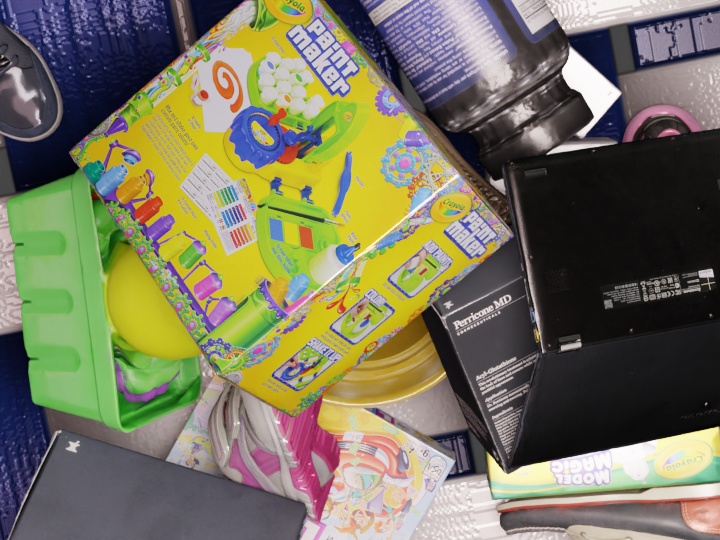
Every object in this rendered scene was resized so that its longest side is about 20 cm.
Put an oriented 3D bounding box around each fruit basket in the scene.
[{"bbox_3d":[-0.155,0.013,1.306,0.215,0.155,0.216,4,100,22],"label":"fruit basket"}]

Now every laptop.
[{"bbox_3d":[0.185,0.020,1.198,0.187,0.116,0.201,-9,85,-16],"label":"laptop"}]

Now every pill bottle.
[{"bbox_3d":[0.076,-0.169,1.224,0.112,0.112,0.200,-32,95,5],"label":"pill bottle"}]

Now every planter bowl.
[{"bbox_3d":[0.000,0.000,1.342,0.200,0.083,0.201,0,96,2],"label":"planter bowl"}]

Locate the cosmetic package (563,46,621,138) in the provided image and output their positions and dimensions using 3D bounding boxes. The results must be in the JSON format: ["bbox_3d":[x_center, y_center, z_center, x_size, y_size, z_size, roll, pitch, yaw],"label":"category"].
[{"bbox_3d":[0.104,-0.183,1.318,0.200,0.083,0.051,41,96,-2],"label":"cosmetic package"}]

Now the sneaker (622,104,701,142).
[{"bbox_3d":[0.238,-0.024,1.325,0.079,0.095,0.201,-9,98,2],"label":"sneaker"}]

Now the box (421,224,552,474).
[{"bbox_3d":[0.154,0.029,1.238,0.200,0.079,0.141,-27,119,-7],"label":"box"}]

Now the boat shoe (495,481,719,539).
[{"bbox_3d":[0.198,0.195,1.338,0.199,0.071,0.063,-7,92,27],"label":"boat shoe"}]

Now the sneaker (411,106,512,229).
[{"bbox_3d":[0.067,-0.048,1.264,0.070,0.076,0.200,-37,116,0],"label":"sneaker"}]

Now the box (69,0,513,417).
[{"bbox_3d":[-0.045,-0.050,1.131,0.193,0.122,0.200,-39,62,6],"label":"box"}]

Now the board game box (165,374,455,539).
[{"bbox_3d":[-0.043,0.155,1.386,0.200,0.034,0.135,29,97,-1],"label":"board game box"}]

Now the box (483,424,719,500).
[{"bbox_3d":[0.195,0.138,1.333,0.199,0.117,0.049,-7,91,3],"label":"box"}]

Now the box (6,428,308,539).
[{"bbox_3d":[-0.162,0.249,1.315,0.199,0.124,0.197,17,131,1],"label":"box"}]

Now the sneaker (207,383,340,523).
[{"bbox_3d":[-0.075,0.115,1.288,0.088,0.081,0.200,8,140,15],"label":"sneaker"}]

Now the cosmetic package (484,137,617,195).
[{"bbox_3d":[0.146,-0.001,1.343,0.101,0.071,0.201,-1,96,3],"label":"cosmetic package"}]

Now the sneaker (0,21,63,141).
[{"bbox_3d":[-0.309,-0.176,1.304,0.077,0.146,0.202,-40,95,4],"label":"sneaker"}]
